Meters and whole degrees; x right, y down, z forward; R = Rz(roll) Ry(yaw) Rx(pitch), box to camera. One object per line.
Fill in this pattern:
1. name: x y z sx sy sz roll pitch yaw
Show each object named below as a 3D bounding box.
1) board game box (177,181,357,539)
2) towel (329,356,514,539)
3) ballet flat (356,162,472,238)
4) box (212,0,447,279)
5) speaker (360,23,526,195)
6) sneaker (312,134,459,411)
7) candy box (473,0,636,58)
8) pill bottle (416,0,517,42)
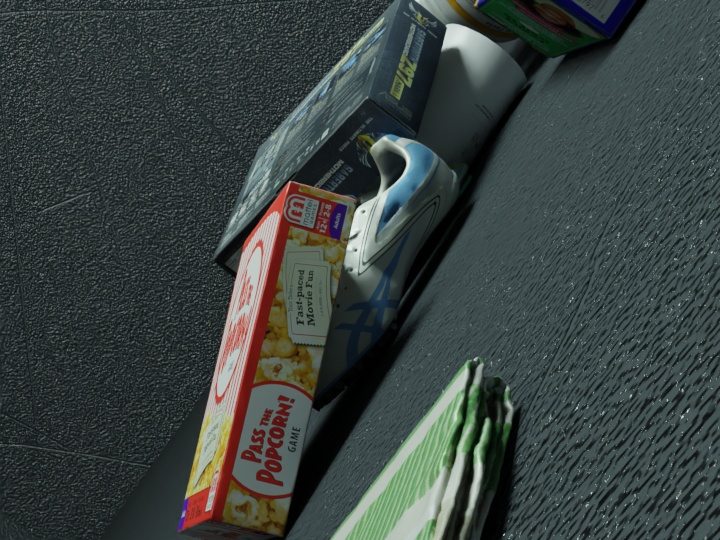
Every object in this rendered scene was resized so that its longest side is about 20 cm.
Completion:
1. board game box: -0.059 0.063 0.897 0.151 0.046 0.202 137 146 -70
2. towel: -0.007 0.124 0.445 0.153 0.023 0.200 -54 6 24
3. ballet flat: 0.008 -0.015 1.043 0.201 0.074 0.074 -57 5 -25
4. box: -0.022 -0.096 1.101 0.200 0.051 0.158 -43 20 34
5. speaker: 0.045 -0.090 1.136 0.201 0.081 0.081 -56 4 -8
6. sneaker: 0.000 0.000 0.953 0.201 0.072 0.072 -64 9 -27
7. candy box: 0.160 -0.229 0.942 0.170 0.077 0.200 -55 3 2
8. pill bottle: 0.119 -0.250 1.149 0.200 0.113 0.113 -37 16 49
